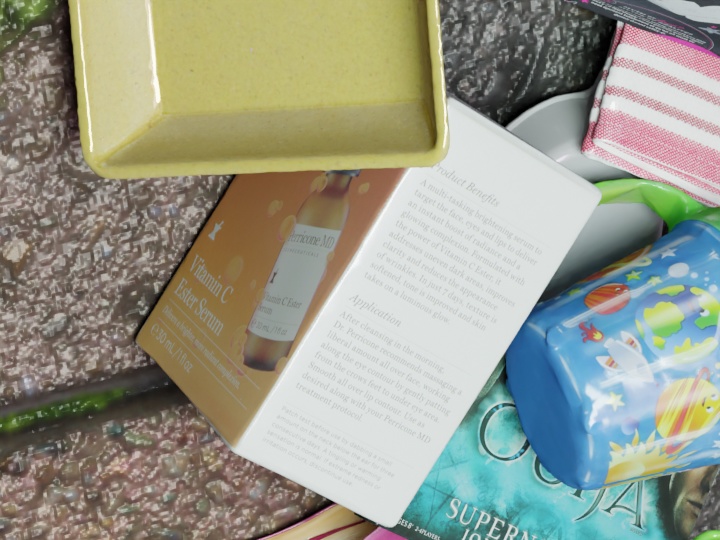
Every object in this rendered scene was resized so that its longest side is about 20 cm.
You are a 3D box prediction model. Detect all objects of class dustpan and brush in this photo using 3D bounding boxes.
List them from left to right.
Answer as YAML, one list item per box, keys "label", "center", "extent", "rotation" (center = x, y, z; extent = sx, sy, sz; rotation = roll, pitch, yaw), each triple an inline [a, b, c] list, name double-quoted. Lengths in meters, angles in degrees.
- label: "dustpan and brush"
  center: [0.126, -0.066, 1.413]
  extent: [0.139, 0.057, 0.200]
  rotation: [20, 106, -35]

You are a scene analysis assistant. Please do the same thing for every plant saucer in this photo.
- label: "plant saucer"
  center: [-0.046, -0.148, 1.241]
  extent: [0.048, 0.200, 0.200]
  rotation: [-18, 105, -62]

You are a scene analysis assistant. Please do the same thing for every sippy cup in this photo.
- label: "sippy cup"
  center: [0.150, 0.050, 1.342]
  extent: [0.130, 0.178, 0.140]
  rotation: [-20, 129, -18]

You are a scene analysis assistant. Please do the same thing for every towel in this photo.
- label: "towel"
  center: [0.201, -0.133, 1.406]
  extent: [0.146, 0.030, 0.200]
  rotation: [21, 80, -29]

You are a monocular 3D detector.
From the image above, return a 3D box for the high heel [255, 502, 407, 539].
- label: "high heel"
  center: [-0.038, 0.148, 1.399]
  extent: [0.200, 0.067, 0.096]
  rotation: [2, 117, -29]

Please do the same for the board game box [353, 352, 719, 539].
- label: "board game box"
  center: [0.104, 0.108, 1.414]
  extent: [0.200, 0.028, 0.135]
  rotation: [27, 85, -32]

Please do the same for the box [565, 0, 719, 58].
- label: "box"
  center: [0.184, -0.189, 1.314]
  extent: [0.200, 0.115, 0.132]
  rotation: [19, 81, -16]

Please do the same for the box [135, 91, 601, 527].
- label: "box"
  center: [0.000, 0.000, 1.319]
  extent: [0.106, 0.152, 0.200]
  rotation: [29, 95, -30]
